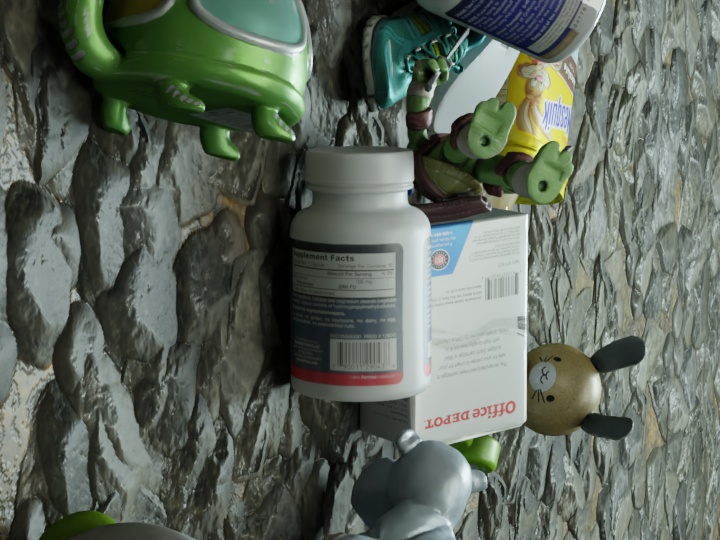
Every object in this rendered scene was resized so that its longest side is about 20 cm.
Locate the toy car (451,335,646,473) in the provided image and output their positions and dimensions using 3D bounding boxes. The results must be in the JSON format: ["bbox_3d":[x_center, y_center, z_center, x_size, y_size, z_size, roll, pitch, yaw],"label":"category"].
[{"bbox_3d":[0.179,0.111,1.945,0.158,0.199,0.165,48,50,-58],"label":"toy car"}]

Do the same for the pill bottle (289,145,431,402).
[{"bbox_3d":[0.000,0.000,1.627,0.119,0.119,0.201,-16,108,-65],"label":"pill bottle"}]

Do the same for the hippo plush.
[{"bbox_3d":[0.031,0.215,1.679,0.159,0.200,0.162,28,53,-29],"label":"hippo plush"}]

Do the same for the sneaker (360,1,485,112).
[{"bbox_3d":[0.054,-0.201,1.768,0.200,0.079,0.078,-47,135,-54],"label":"sneaker"}]

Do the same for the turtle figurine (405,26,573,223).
[{"bbox_3d":[0.112,-0.126,1.667,0.199,0.194,0.145,-24,103,-16],"label":"turtle figurine"}]

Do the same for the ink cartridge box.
[{"bbox_3d":[0.075,0.049,1.787,0.145,0.084,0.201,-8,103,-39],"label":"ink cartridge box"}]

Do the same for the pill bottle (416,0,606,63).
[{"bbox_3d":[0.111,-0.273,1.748,0.199,0.120,0.120,20,71,-26],"label":"pill bottle"}]

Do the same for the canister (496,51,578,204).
[{"bbox_3d":[0.170,-0.186,2.026,0.148,0.086,0.201,38,58,-62],"label":"canister"}]

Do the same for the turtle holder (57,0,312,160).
[{"bbox_3d":[-0.122,-0.159,1.337,0.141,0.184,0.133,138,-39,-78],"label":"turtle holder"}]

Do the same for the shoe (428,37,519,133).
[{"bbox_3d":[0.104,-0.231,1.893,0.201,0.091,0.071,-57,145,6],"label":"shoe"}]

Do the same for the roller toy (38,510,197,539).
[{"bbox_3d":[-0.136,0.267,1.281,0.140,0.181,0.201,41,56,-62],"label":"roller toy"}]

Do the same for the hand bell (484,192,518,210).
[{"bbox_3d":[0.112,0.005,1.886,0.104,0.104,0.201,4,88,-66],"label":"hand bell"}]
